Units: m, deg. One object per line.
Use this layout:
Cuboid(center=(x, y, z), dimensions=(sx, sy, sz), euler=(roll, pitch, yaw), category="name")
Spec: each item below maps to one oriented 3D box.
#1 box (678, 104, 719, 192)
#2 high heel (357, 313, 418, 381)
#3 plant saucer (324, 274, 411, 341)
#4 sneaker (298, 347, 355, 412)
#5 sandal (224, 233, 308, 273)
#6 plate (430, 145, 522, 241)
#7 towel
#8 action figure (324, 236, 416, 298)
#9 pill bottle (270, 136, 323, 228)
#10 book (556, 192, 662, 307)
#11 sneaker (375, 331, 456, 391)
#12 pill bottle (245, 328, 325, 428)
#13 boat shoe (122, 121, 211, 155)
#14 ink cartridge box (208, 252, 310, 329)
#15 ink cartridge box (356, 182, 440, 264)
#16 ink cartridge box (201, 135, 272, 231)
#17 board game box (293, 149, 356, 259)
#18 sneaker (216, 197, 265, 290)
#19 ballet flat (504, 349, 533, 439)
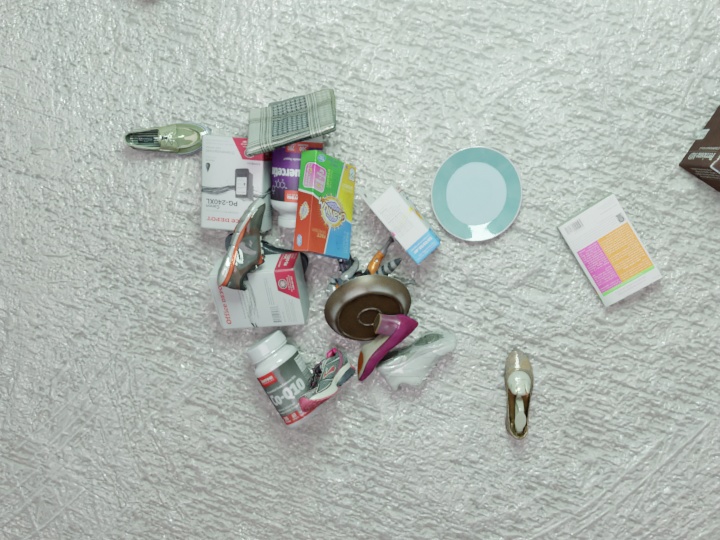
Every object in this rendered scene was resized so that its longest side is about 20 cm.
Cuboid(center=(0.762, -0.244, 1.209), dimensions=(0.162, 0.166, 0.202), euler=(32, 102, 0), category="box")
Cuboid(center=(0.056, 0.180, 1.409), dimensions=(0.094, 0.068, 0.202), euler=(10, 130, -16), category="high heel")
Cuboid(center=(0.018, 0.092, 1.386), dimensions=(0.195, 0.032, 0.203), euler=(-6, 135, -6), category="plant saucer")
Cuboid(center=(-0.086, 0.245, 1.407), dimensions=(0.080, 0.200, 0.075), euler=(-36, 91, 29), category="sneaker")
Cuboid(center=(-0.216, -0.034, 1.452), dimensions=(0.196, 0.043, 0.077), euler=(18, 115, -5), category="sandal")
Cuboid(center=(0.250, -0.165, 1.368), dimensions=(0.195, 0.026, 0.205), euler=(1, 101, 7), category="plate")
Cuboid(center=(-0.143, -0.317, 1.310), dimensions=(0.188, 0.202, 0.035), euler=(-15, 127, 6), category="towel")
Cuboid(center=(0.000, 0.000, 1.395), dimensions=(0.191, 0.105, 0.203), euler=(-29, 94, 7), category="action figure")
Cuboid(center=(-0.139, -0.198, 1.371), dimensions=(0.110, 0.112, 0.205), euler=(4, 101, 7), category="pill bottle")
Cuboid(center=(0.526, -0.042, 1.343), dimensions=(0.132, 0.048, 0.202), euler=(-31, 94, 14), category="book")
Cuboid(center=(0.138, 0.210, 1.435), dimensions=(0.197, 0.078, 0.101), euler=(-26, 103, 21), category="sneaker")
Cuboid(center=(-0.173, 0.247, 1.457), dimensions=(0.113, 0.114, 0.202), euler=(-31, 95, 12), category="pill bottle")
Cuboid(center=(-0.434, -0.292, 1.420), dimensions=(0.195, 0.062, 0.074), euler=(-4, 100, 8), category="boat shoe")
Cuboid(center=(-0.225, 0.046, 1.423), dimensions=(0.195, 0.084, 0.148), euler=(-4, 120, 9), category="ink cartridge box")
Cuboid(center=(0.085, -0.119, 1.353), dimensions=(0.068, 0.115, 0.201), euler=(-40, 93, 12), category="ink cartridge box")
Cuboid(center=(-0.271, -0.190, 1.398), dimensions=(0.142, 0.083, 0.205), euler=(5, 101, 7), category="ink cartridge box")
Cuboid(center=(-0.072, -0.133, 1.331), dimensions=(0.040, 0.152, 0.205), euler=(2, 86, 33), category="board game box")
Cuboid(center=(-0.233, -0.051, 1.336), dimensions=(0.081, 0.077, 0.203), euler=(23, 93, -18), category="sneaker")
Cuboid(center=(0.357, 0.283, 1.414), dimensions=(0.066, 0.067, 0.205), euler=(-3, 100, 8), category="ballet flat")
